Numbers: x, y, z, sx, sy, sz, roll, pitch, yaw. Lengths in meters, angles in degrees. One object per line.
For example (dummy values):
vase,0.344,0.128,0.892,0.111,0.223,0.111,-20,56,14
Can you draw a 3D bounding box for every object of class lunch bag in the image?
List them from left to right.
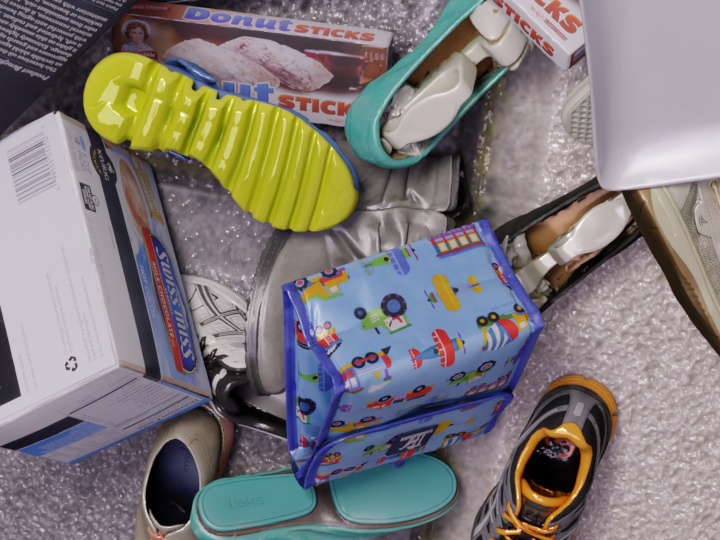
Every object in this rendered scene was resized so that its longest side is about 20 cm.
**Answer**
lunch bag,0.026,0.076,1.283,0.150,0.201,0.094,-18,59,-16

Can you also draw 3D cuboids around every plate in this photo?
plate,0.232,-0.149,1.135,0.198,0.032,0.201,-7,125,7

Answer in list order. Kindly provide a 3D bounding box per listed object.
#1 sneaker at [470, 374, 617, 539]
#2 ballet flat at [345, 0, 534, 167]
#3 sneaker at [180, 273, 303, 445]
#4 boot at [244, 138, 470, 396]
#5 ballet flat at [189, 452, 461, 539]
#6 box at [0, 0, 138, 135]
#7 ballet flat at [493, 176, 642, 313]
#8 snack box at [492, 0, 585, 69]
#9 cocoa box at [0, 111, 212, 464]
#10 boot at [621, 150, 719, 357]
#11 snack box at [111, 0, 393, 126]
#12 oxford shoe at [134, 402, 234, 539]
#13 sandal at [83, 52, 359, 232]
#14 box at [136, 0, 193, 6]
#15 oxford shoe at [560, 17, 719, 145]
sneaker,0.122,0.173,1.338,0.078,0.077,0.201,19,107,9
ballet flat,0.074,-0.141,1.266,0.200,0.070,0.067,-45,123,8
sneaker,-0.098,0.064,1.369,0.199,0.088,0.076,23,108,11
boot,0.000,0.000,1.306,0.130,0.068,0.201,12,75,14
ballet flat,-0.028,0.172,1.378,0.198,0.071,0.068,-6,64,-10
box,-0.256,-0.225,1.266,0.198,0.123,0.201,-36,51,34
ballet flat,0.129,-0.013,1.301,0.200,0.068,0.068,-39,90,19
snack box,0.090,-0.222,1.225,0.072,0.024,0.200,-40,75,-17
cocoa box,-0.210,0.016,1.329,0.133,0.131,0.201,-25,67,19
boot,0.277,-0.025,1.253,0.154,0.072,0.201,-34,118,-1
snack box,-0.077,-0.146,1.329,0.198,0.024,0.072,8,129,7
oxford shoe,-0.145,0.192,1.410,0.070,0.074,0.201,12,112,12
sandal,-0.088,-0.095,1.290,0.199,0.087,0.080,30,105,2
box,-0.071,-0.275,1.311,0.198,0.049,0.161,-5,103,16
oxford shoe,0.210,-0.149,1.198,0.200,0.058,0.075,-39,132,26
